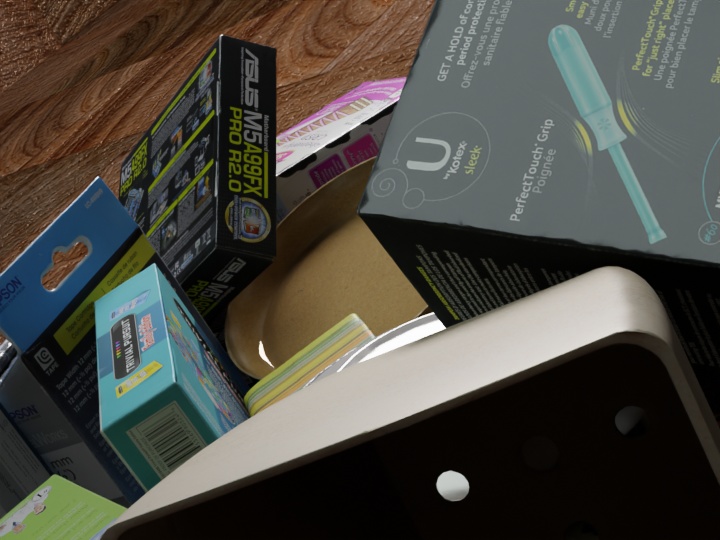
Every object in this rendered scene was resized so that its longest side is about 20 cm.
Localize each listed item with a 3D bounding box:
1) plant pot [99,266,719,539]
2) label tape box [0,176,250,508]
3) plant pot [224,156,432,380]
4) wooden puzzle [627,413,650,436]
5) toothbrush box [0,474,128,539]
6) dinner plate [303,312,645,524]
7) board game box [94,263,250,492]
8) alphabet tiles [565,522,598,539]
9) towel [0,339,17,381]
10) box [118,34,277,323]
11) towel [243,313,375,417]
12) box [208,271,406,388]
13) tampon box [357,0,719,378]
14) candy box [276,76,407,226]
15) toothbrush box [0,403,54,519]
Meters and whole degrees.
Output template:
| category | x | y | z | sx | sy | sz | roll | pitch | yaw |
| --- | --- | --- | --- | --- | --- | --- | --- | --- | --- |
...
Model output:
| category | x | y | z | sx | sy | sz | roll | pitch | yaw |
| --- | --- | --- | --- | --- | --- | --- | --- | --- | --- |
| plant pot | 0.060 | 0.107 | 0.565 | 0.200 | 0.200 | 0.177 | -23 | 13 | 19 |
| label tape box | -0.159 | 0.065 | 0.952 | 0.066 | 0.200 | 0.143 | -20 | 23 | 35 |
| plant pot | 0.000 | 0.000 | 0.981 | 0.200 | 0.027 | 0.200 | -27 | 35 | 20 |
| wooden puzzle | 0.065 | 0.083 | 0.793 | 0.185 | 0.046 | 0.200 | -29 | 18 | 6 |
| toothbrush box | -0.090 | 0.182 | 0.659 | 0.086 | 0.146 | 0.200 | -41 | 23 | -24 |
| dinner plate | 0.047 | 0.057 | 0.753 | 0.200 | 0.024 | 0.200 | -16 | 22 | 7 |
| board game box | -0.087 | 0.096 | 0.848 | 0.047 | 0.151 | 0.200 | -33 | 20 | 0 |
| alphabet tiles | 0.063 | 0.151 | 0.713 | 0.200 | 0.006 | 0.166 | -20 | 24 | 30 |
| towel | -0.270 | 0.135 | 1.061 | 0.166 | 0.086 | 0.200 | -42 | 11 | 38 |
| box | -0.118 | -0.044 | 1.060 | 0.200 | 0.044 | 0.160 | -40 | 44 | 53 |
| towel | -0.008 | 0.085 | 0.812 | 0.086 | 0.018 | 0.200 | -37 | 23 | -1 |
| box | -0.014 | 0.009 | 1.089 | 0.200 | 0.050 | 0.158 | -20 | 23 | 29 |
| tampon box | 0.128 | -0.047 | 0.683 | 0.200 | 0.126 | 0.150 | 10 | 68 | 28 |
| candy box | -0.032 | -0.076 | 1.161 | 0.200 | 0.061 | 0.136 | -35 | 17 | -20 |
| toothbrush box | -0.266 | 0.183 | 0.915 | 0.200 | 0.146 | 0.085 | -23 | 21 | 26 |
